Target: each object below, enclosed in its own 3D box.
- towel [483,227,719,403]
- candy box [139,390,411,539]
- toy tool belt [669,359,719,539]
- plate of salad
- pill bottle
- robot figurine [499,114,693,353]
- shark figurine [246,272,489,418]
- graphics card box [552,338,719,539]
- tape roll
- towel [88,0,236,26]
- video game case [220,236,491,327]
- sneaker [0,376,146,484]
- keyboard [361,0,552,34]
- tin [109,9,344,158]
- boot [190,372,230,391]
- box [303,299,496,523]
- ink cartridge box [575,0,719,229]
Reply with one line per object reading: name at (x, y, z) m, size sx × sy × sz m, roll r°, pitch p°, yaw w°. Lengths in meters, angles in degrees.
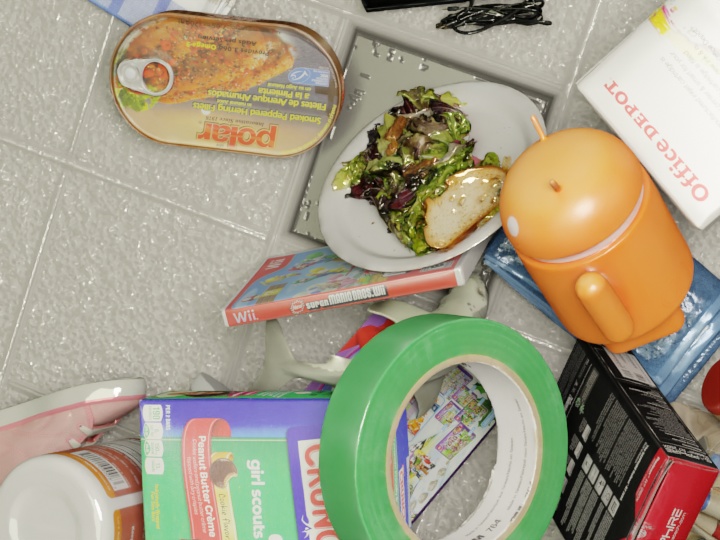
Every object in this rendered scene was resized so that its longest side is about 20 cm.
towel at (0.202, 0.008, 1.533) m, size 0.200 × 0.049 × 0.112 m, roll 40°, pitch 100°, yaw 9°
candy box at (-0.064, 0.178, 1.466) m, size 0.198 × 0.077 × 0.171 m, roll -2°, pitch 94°, yaw 13°
toy tool belt at (0.276, 0.159, 1.483) m, size 0.122 × 0.125 × 0.200 m, roll 26°, pitch 121°, yaw -21°
plate of salad at (0.052, -0.083, 1.510) m, size 0.198 × 0.048 × 0.201 m, roll -18°, pitch 44°, yaw 18°
pill bottle at (-0.202, 0.196, 1.556) m, size 0.111 × 0.200 × 0.114 m, roll 0°, pitch 91°, yaw 25°
robot figurine at (0.175, -0.026, 1.424) m, size 0.116 × 0.200 × 0.144 m, roll 12°, pitch 59°, yaw 43°
shark figurine at (0.024, 0.082, 1.512) m, size 0.212 × 0.128 × 0.090 m, roll -17°, pitch 129°, yaw -17°
graphics card box at (0.191, 0.148, 1.434) m, size 0.050 × 0.200 × 0.127 m, roll 14°, pitch 110°, yaw -20°
tape roll at (0.063, 0.134, 1.398) m, size 0.048 × 0.199 × 0.203 m, roll 5°, pitch 95°, yaw 53°
towel at (-0.150, -0.293, 1.619) m, size 0.146 × 0.024 × 0.201 m, roll 32°, pitch 100°, yaw 11°
video game case at (0.000, 0.000, 1.530) m, size 0.198 × 0.143 × 0.018 m, roll -11°, pitch 105°, yaw 16°
sneaker at (-0.260, 0.158, 1.638) m, size 0.198 × 0.075 × 0.106 m, roll -18°, pitch 84°, yaw 21°
keyboard at (0.094, -0.237, 1.564) m, size 0.198 × 0.040 × 0.105 m, roll -4°, pitch 68°, yaw 15°
tin at (-0.110, -0.156, 1.594) m, size 0.198 × 0.042 × 0.113 m, roll 8°, pitch 103°, yaw 8°
boot at (-0.092, 0.185, 1.598) m, size 0.200 × 0.074 × 0.096 m, roll 45°, pitch 94°, yaw 7°
box at (0.008, 0.141, 1.549) m, size 0.137 × 0.039 × 0.200 m, roll 40°, pitch 74°, yaw 9°
ink cartridge box at (0.289, -0.150, 1.453) m, size 0.200 × 0.146 × 0.147 m, roll -42°, pitch 83°, yaw 11°
